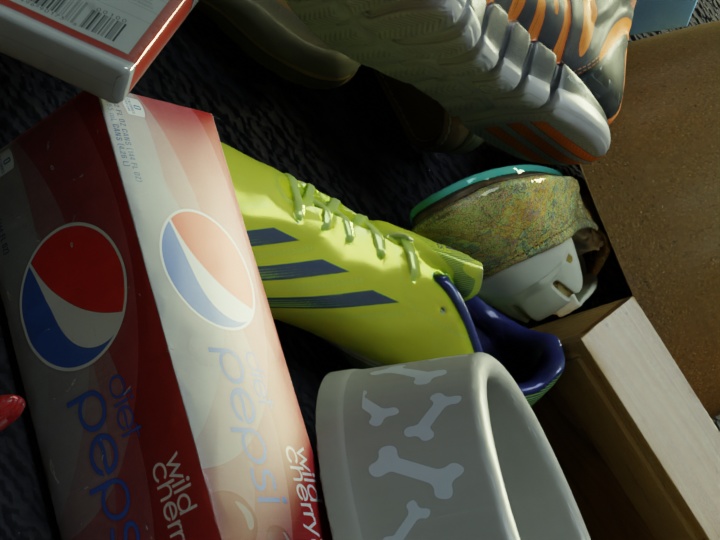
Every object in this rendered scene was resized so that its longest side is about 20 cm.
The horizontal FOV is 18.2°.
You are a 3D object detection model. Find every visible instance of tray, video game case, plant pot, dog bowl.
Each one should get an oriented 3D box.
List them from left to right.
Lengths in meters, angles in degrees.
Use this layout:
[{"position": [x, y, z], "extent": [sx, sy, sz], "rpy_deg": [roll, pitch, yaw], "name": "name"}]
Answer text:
[{"position": [-0.112, -0.143, 0.817], "extent": [0.143, 0.017, 0.200], "rpy_deg": [25, 39, 3], "name": "video game case"}, {"position": [0.050, 0.120, 0.805], "extent": [0.200, 0.059, 0.200], "rpy_deg": [-21, 90, -79], "name": "dog bowl"}, {"position": [0.131, 0.111, 0.954], "extent": [0.037, 0.099, 0.200], "rpy_deg": [-35, 96, -27], "name": "tray"}, {"position": [0.216, -0.052, 1.060], "extent": [0.187, 0.200, 0.186], "rpy_deg": [61, 12, -23], "name": "plant pot"}]

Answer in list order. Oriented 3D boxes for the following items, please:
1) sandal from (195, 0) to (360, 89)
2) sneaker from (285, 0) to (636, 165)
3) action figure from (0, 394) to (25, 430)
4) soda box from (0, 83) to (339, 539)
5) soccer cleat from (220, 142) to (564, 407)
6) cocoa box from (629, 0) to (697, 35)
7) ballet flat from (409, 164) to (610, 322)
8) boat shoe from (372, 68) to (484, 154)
[{"position": [-0.065, -0.144, 0.918], "extent": [0.200, 0.054, 0.080], "rpy_deg": [30, 41, -30], "name": "sandal"}, {"position": [0.042, -0.131, 0.906], "extent": [0.200, 0.077, 0.112], "rpy_deg": [34, 65, -44], "name": "sneaker"}, {"position": [-0.116, 0.125, 0.645], "extent": [0.065, 0.052, 0.200], "rpy_deg": [26, 48, -48], "name": "action figure"}, {"position": [-0.067, 0.042, 0.756], "extent": [0.063, 0.070, 0.200], "rpy_deg": [10, 57, -53], "name": "soda box"}, {"position": [0.000, 0.000, 0.871], "extent": [0.200, 0.084, 0.065], "rpy_deg": [38, 38, -34], "name": "soccer cleat"}, {"position": [0.097, -0.209, 1.038], "extent": [0.131, 0.200, 0.134], "rpy_deg": [-9, 64, -11], "name": "cocoa box"}, {"position": [0.072, -0.010, 0.967], "extent": [0.071, 0.071, 0.200], "rpy_deg": [63, 14, 4], "name": "ballet flat"}, {"position": [0.001, -0.143, 1.011], "extent": [0.066, 0.074, 0.200], "rpy_deg": [-17, 86, -34], "name": "boat shoe"}]
